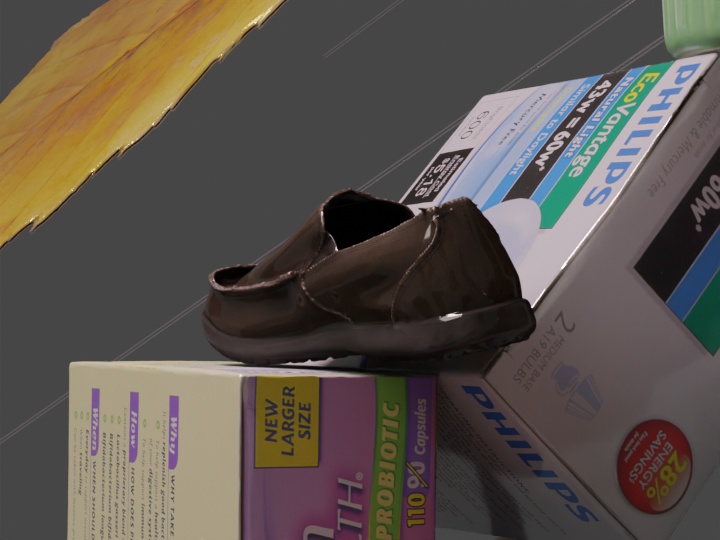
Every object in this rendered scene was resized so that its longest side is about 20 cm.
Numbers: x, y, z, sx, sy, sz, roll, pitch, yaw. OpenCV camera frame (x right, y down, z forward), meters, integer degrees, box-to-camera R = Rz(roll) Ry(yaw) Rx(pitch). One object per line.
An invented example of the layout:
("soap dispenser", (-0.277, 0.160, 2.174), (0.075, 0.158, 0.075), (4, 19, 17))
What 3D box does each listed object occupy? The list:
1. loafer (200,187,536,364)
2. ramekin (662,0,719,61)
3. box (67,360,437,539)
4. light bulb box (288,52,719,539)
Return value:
("loafer", (0.000, 0.000, 0.877), (0.073, 0.072, 0.199), (-10, 4, -40))
("ramekin", (0.231, -0.143, 0.939), (0.200, 0.198, 0.099), (1, 88, 62))
("box", (-0.055, 0.131, 0.923), (0.200, 0.096, 0.178), (-3, 86, 62))
("light bulb box", (0.095, 0.017, 0.971), (0.199, 0.125, 0.199), (-52, 21, -21))
